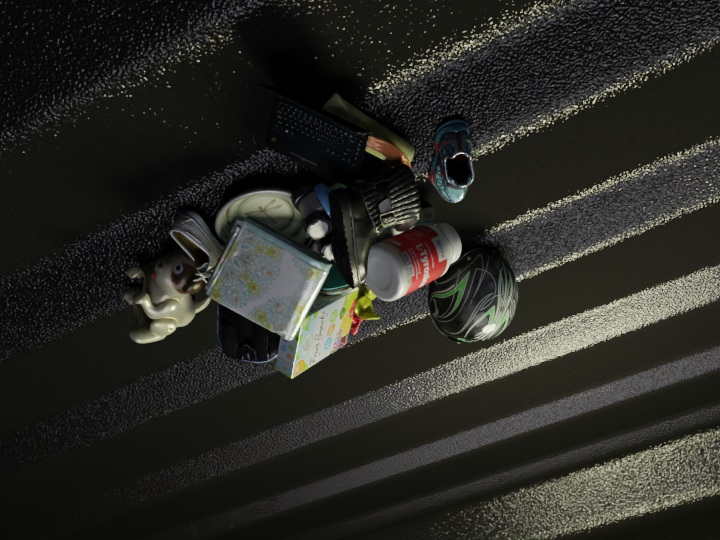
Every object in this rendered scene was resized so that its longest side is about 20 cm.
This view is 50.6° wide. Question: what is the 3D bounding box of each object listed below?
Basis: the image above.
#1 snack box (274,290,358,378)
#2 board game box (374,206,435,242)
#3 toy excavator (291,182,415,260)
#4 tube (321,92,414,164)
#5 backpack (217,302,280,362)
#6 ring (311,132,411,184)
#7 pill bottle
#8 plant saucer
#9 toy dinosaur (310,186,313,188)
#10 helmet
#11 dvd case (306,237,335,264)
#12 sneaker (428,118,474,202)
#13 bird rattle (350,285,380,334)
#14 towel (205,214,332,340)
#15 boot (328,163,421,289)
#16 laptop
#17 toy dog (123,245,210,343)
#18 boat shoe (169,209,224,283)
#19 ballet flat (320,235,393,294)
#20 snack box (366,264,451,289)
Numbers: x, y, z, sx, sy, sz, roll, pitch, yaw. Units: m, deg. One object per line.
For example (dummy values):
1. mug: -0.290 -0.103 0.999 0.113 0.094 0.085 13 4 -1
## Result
1. snack box: -0.088 0.118 1.574 0.199 0.052 0.145 -27 135 -52
2. board game box: 0.061 -0.063 1.620 0.196 0.035 0.135 -10 145 -1
3. toy excavator: -0.002 -0.107 1.424 0.198 0.101 0.195 -31 138 3
4. tube: 0.009 -0.244 1.344 0.198 0.052 0.059 23 92 -34
5. backpack: -0.216 0.094 1.608 0.196 0.195 0.154 9 178 20
6. ring: -0.005 -0.198 1.371 0.196 0.020 0.201 10 157 4
7. pill bottle: 0.106 -0.025 1.502 0.198 0.113 0.113 -25 159 -38
8. plant saucer: -0.184 -0.106 1.480 0.196 0.051 0.202 -6 145 -4
9. toy dinosaur: -0.054 -0.118 1.504 0.086 0.048 0.201 -2 150 13
10. helmet: 0.264 0.059 1.726 0.197 0.204 0.190 16 155 -33
11. dvd case: -0.106 0.028 1.555 0.016 0.202 0.149 21 162 24
12. sneaker: 0.172 -0.182 1.426 0.078 0.097 0.201 -11 145 2
13. bird rattle: -0.032 0.056 1.730 0.162 0.114 0.199 33 158 -18
14. towel: -0.175 0.012 1.422 0.198 0.048 0.173 29 106 -5
15. boot: 0.031 -0.075 1.354 0.155 0.080 0.214 -20 132 -20
16. laptop: -0.083 -0.214 1.245 0.175 0.104 0.201 26 139 4
17. toy dog: -0.385 0.042 1.563 0.191 0.141 0.201 8 140 -26
18. boat shoe: -0.297 -0.014 1.469 0.074 0.087 0.203 -12 124 34
19. ballet flat: 0.000 0.000 1.573 0.198 0.070 0.071 -32 151 -5
20. snack box: 0.109 0.003 1.665 0.197 0.025 0.072 -13 166 -36
